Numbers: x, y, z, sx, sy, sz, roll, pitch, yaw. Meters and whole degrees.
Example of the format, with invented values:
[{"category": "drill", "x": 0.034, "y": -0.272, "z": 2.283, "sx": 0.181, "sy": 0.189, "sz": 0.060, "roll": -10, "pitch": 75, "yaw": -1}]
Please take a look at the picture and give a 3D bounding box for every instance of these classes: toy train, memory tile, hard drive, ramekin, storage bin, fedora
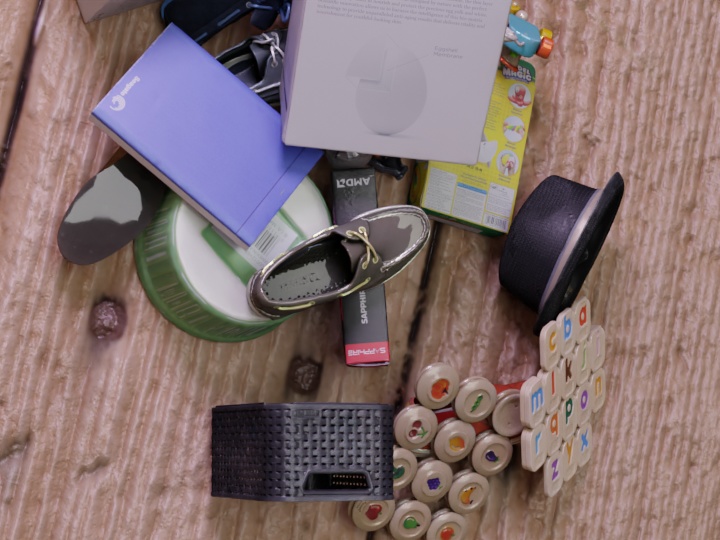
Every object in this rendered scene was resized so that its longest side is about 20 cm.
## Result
[{"category": "toy train", "x": 0.121, "y": -0.279, "z": 1.811, "sx": 0.149, "sy": 0.200, "sz": 0.056, "roll": 2, "pitch": 125, "yaw": -43}, {"category": "memory tile", "x": 0.087, "y": 0.201, "z": 1.742, "sx": 0.152, "sy": 0.017, "sz": 0.202, "roll": 22, "pitch": 101, "yaw": -30}, {"category": "hard drive", "x": -0.149, "y": -0.133, "z": 1.620, "sx": 0.199, "sy": 0.025, "sz": 0.132, "roll": 40, "pitch": 64, "yaw": -4}, {"category": "ramekin", "x": -0.124, "y": -0.029, "z": 1.682, "sx": 0.198, "sy": 0.097, "sz": 0.203, "roll": 3, "pitch": 83, "yaw": -23}, {"category": "storage bin", "x": -0.060, "y": 0.179, "z": 1.631, "sx": 0.134, "sy": 0.200, "sz": 0.095, "roll": 3, "pitch": 83, "yaw": -23}, {"category": "fedora", "x": 0.212, "y": -0.032, "z": 1.818, "sx": 0.091, "sy": 0.201, "sz": 0.202, "roll": 26, "pitch": 72, "yaw": 12}]

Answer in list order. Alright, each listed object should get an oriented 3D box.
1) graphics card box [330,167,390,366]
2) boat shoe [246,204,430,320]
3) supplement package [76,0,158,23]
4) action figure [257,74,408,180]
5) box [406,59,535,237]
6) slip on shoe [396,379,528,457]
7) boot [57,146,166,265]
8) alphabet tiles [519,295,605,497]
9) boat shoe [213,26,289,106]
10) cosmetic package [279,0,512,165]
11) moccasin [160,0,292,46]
[{"category": "graphics card box", "x": 0.000, "y": 0.000, "z": 1.717, "sx": 0.050, "sy": 0.125, "sz": 0.203, "roll": -4, "pitch": 86, "yaw": 0}, {"category": "boat shoe", "x": -0.016, "y": -0.010, "z": 1.619, "sx": 0.200, "sy": 0.060, "sz": 0.073, "roll": -25, "pitch": 89, "yaw": -11}, {"category": "supplement package", "x": -0.187, "y": -0.362, "z": 1.640, "sx": 0.198, "sy": 0.191, "sz": 0.149, "roll": -22, "pitch": 94, "yaw": -25}, {"category": "action figure", "x": -0.007, "y": -0.195, "z": 1.754, "sx": 0.198, "sy": 0.104, "sz": 0.195, "roll": 24, "pitch": 66, "yaw": -20}, {"category": "box", "x": 0.125, "y": -0.150, "z": 1.836, "sx": 0.116, "sy": 0.048, "sz": 0.202, "roll": 16, "pitch": 80, "yaw": -21}, {"category": "slip on shoe", "x": 0.132, "y": 0.151, "z": 1.785, "sx": 0.198, "sy": 0.074, "sz": 0.062, "roll": -9, "pitch": 133, "yaw": -22}, {"category": "boot", "x": -0.235, "y": -0.088, "z": 1.657, "sx": 0.073, "sy": 0.075, "sz": 0.201, "roll": 41, "pitch": 76, "yaw": -19}, {"category": "alphabet tiles", "x": 0.223, "y": 0.137, "z": 1.799, "sx": 0.200, "sy": 0.014, "sz": 0.198, "roll": -31, "pitch": 123, "yaw": -53}, {"category": "boat shoe", "x": -0.097, "y": -0.210, "z": 1.702, "sx": 0.198, "sy": 0.062, "sz": 0.073, "roll": -27, "pitch": 72, "yaw": -5}, {"category": "cosmetic package", "x": 0.031, "y": -0.228, "z": 1.604, "sx": 0.197, "sy": 0.123, "sz": 0.202, "roll": 6, "pitch": 124, "yaw": -9}, {"category": "moccasin", "x": -0.106, "y": -0.279, "z": 1.700, "sx": 0.069, "sy": 0.198, "sz": 0.080, "roll": 71, "pitch": 21, "yaw": -3}]
